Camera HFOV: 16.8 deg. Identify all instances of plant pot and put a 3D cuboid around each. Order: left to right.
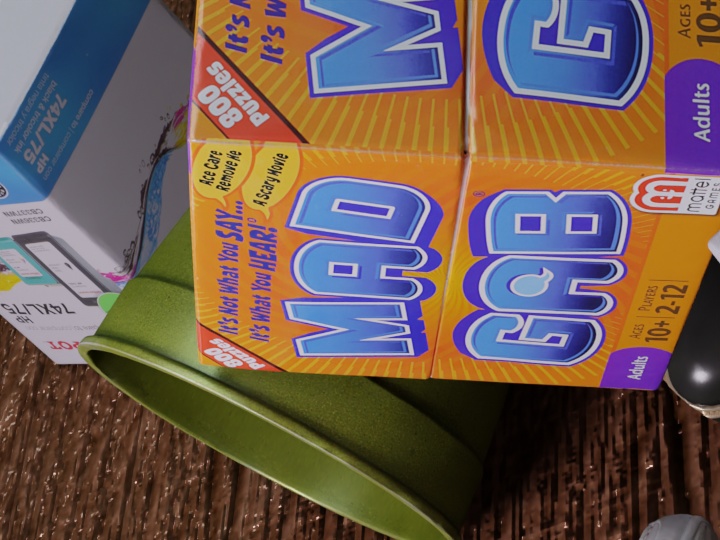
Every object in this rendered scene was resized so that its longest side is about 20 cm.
[{"bbox_3d":[0.000,0.000,1.140,0.200,0.200,0.194,13,72,49],"label":"plant pot"}]

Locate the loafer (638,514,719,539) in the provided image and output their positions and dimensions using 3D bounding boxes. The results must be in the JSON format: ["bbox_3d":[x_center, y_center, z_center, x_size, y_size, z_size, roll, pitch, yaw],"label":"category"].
[{"bbox_3d":[0.093,0.188,0.994,0.069,0.070,0.201,7,59,37],"label":"loafer"}]

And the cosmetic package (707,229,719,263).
[{"bbox_3d":[0.228,0.026,0.915,0.101,0.200,0.071,-45,36,-2],"label":"cosmetic package"}]

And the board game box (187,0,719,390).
[{"bbox_3d":[0.038,-0.086,0.980,0.198,0.200,0.201,3,64,-1],"label":"board game box"}]

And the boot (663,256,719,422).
[{"bbox_3d":[0.182,-0.031,1.044,0.077,0.138,0.201,37,98,25],"label":"boot"}]

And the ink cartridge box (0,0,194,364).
[{"bbox_3d":[-0.158,-0.061,1.378,0.146,0.200,0.147,-3,53,42],"label":"ink cartridge box"}]
